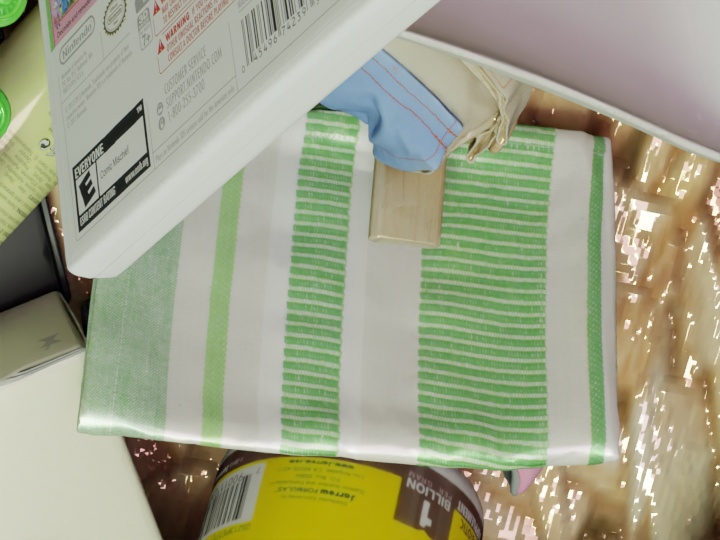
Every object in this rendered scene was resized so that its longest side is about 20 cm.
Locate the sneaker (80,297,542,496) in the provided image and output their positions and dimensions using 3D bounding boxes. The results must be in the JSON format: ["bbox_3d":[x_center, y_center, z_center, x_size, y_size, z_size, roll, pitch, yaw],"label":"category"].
[{"bbox_3d":[-0.013,0.050,0.826,0.199,0.070,0.083,6,108,-5],"label":"sneaker"}]

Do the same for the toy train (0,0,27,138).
[{"bbox_3d":[-0.142,-0.106,0.703,0.056,0.042,0.201,3,99,-39],"label":"toy train"}]

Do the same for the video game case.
[{"bbox_3d":[-0.048,-0.119,0.636,0.022,0.200,0.183,5,65,-33],"label":"video game case"}]

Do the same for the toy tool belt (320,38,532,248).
[{"bbox_3d":[-0.026,-0.102,0.750,0.199,0.125,0.123,32,93,-14],"label":"toy tool belt"}]

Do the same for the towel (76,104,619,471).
[{"bbox_3d":[0.000,0.000,0.786,0.199,0.153,0.023,7,150,-8],"label":"towel"}]

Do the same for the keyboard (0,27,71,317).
[{"bbox_3d":[-0.183,-0.061,0.796,0.104,0.040,0.201,-18,113,-16],"label":"keyboard"}]

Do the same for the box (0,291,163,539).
[{"bbox_3d":[-0.116,0.117,0.824,0.082,0.068,0.201,-20,114,-10],"label":"box"}]

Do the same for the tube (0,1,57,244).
[{"bbox_3d":[-0.157,-0.021,0.769,0.058,0.052,0.200,42,87,-22],"label":"tube"}]

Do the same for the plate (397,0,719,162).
[{"bbox_3d":[0.050,-0.144,0.713,0.199,0.032,0.201,16,62,-31],"label":"plate"}]

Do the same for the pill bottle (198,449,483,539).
[{"bbox_3d":[-0.021,0.162,0.770,0.108,0.201,0.110,9,146,6],"label":"pill bottle"}]
